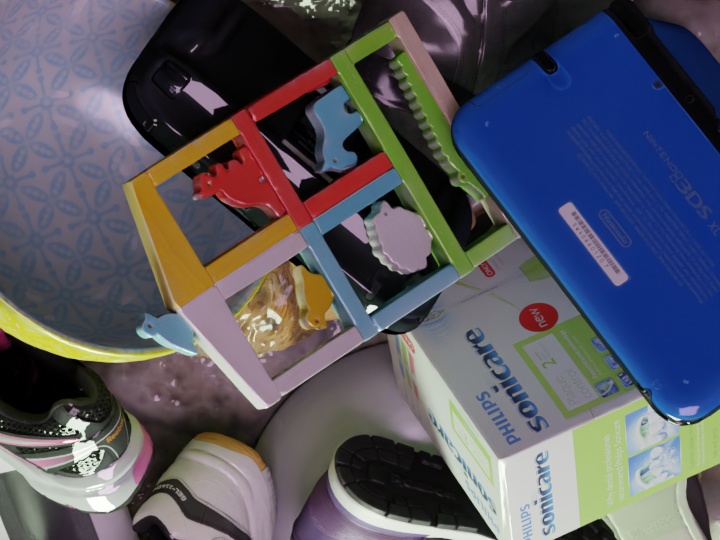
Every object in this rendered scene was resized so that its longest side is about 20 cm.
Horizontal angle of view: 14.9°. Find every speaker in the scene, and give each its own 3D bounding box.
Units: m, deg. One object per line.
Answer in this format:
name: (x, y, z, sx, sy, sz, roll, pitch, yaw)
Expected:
speaker: (-0.165, 0.154, 1.551, 0.081, 0.081, 0.201, -17, 120, -2)

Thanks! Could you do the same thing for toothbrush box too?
toothbrush box: (0.132, 0.042, 1.482, 0.199, 0.146, 0.086, -23, 137, -12)

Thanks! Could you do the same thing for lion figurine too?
lion figurine: (0.000, 0.000, 1.508, 0.199, 0.073, 0.123, 5, 120, -16)

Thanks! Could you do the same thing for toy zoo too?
toy zoo: (-0.027, -0.023, 1.369, 0.199, 0.020, 0.132, -33, 96, -18)

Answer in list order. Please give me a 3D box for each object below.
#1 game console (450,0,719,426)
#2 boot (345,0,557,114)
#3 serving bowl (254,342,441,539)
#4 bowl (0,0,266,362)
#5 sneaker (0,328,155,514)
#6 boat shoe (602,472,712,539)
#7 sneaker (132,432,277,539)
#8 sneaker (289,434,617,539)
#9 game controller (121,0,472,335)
game console: (0.165, -0.028, 1.409, 0.170, 0.200, 0.118, -34, 163, -10)
boot: (0.094, -0.132, 1.462, 0.199, 0.070, 0.132, 17, 103, -28)
serving bowl: (0.036, 0.141, 1.592, 0.199, 0.066, 0.201, -5, 119, -9)
bowl: (-0.150, -0.039, 1.422, 0.199, 0.201, 0.108, 24, 153, -22)
sneaker: (-0.200, 0.052, 1.444, 0.199, 0.081, 0.087, 14, 146, 21)
boat shoe: (0.162, 0.118, 1.607, 0.071, 0.061, 0.202, -17, 120, 4)
sneaker: (-0.087, 0.191, 1.568, 0.075, 0.088, 0.201, 10, 127, 34)
sneaker: (0.056, 0.159, 1.539, 0.199, 0.076, 0.088, 22, 126, -17)
game controller: (-0.029, -0.057, 1.416, 0.200, 0.105, 0.042, 40, 134, -12)
